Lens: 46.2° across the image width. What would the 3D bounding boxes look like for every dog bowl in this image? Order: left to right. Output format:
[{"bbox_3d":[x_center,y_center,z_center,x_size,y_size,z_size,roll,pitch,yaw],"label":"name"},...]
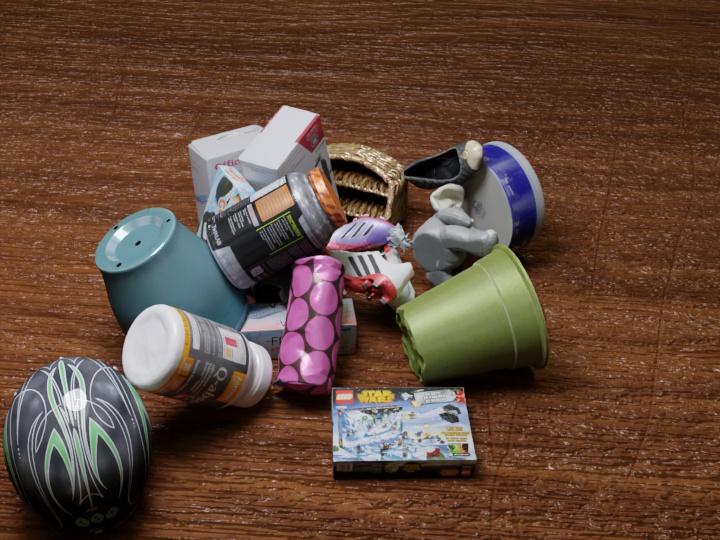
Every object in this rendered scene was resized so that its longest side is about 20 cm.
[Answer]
[{"bbox_3d":[0.241,-0.127,1.537,0.078,0.202,0.200,-22,43,-26],"label":"dog bowl"}]

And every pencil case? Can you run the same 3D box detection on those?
[{"bbox_3d":[-0.077,0.081,1.265,0.093,0.090,0.203,-4,70,40],"label":"pencil case"}]

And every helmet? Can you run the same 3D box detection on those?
[{"bbox_3d":[-0.354,0.214,1.064,0.196,0.193,0.201,2,37,-1],"label":"helmet"}]

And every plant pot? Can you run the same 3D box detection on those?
[{"bbox_3d":[-0.297,0.018,1.278,0.197,0.189,0.202,-14,41,13],"label":"plant pot"},{"bbox_3d":[0.159,0.084,1.289,0.187,0.202,0.201,-18,40,-8],"label":"plant pot"}]

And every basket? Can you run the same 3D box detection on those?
[{"bbox_3d":[-0.020,-0.147,1.598,0.197,0.145,0.149,17,38,19],"label":"basket"}]

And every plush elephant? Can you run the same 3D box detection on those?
[{"bbox_3d":[0.161,-0.054,1.467,0.198,0.167,0.155,25,39,23],"label":"plush elephant"}]

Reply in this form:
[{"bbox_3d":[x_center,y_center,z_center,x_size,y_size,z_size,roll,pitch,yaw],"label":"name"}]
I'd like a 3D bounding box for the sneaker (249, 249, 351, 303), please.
[{"bbox_3d":[-0.105,-0.010,1.476,0.197,0.077,0.088,-13,34,-19],"label":"sneaker"}]

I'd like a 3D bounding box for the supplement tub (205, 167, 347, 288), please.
[{"bbox_3d":[-0.127,-0.068,1.294,0.198,0.123,0.123,-27,38,6],"label":"supplement tub"}]

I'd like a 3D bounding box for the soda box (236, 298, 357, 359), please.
[{"bbox_3d":[-0.105,0.094,1.344,0.196,0.064,0.069,-3,37,-7],"label":"soda box"}]

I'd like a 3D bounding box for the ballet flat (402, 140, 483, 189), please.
[{"bbox_3d":[0.148,-0.182,1.503,0.056,0.068,0.199,2,-11,-32],"label":"ballet flat"}]

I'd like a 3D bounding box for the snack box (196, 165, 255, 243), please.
[{"bbox_3d":[-0.233,-0.061,1.429,0.037,0.202,0.116,3,29,-38],"label":"snack box"}]

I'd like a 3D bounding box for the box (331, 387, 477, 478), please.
[{"bbox_3d":[0.057,0.227,1.196,0.196,0.040,0.138,0,38,-2],"label":"box"}]

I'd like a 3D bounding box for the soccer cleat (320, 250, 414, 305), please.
[{"bbox_3d":[0.000,0.000,1.370,0.198,0.069,0.085,16,44,44],"label":"soccer cleat"}]

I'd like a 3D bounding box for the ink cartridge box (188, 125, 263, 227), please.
[{"bbox_3d":[-0.221,-0.144,1.529,0.144,0.203,0.087,-21,35,-28],"label":"ink cartridge box"}]

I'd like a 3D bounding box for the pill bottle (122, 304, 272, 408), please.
[{"bbox_3d":[-0.222,0.127,1.178,0.199,0.117,0.116,26,12,-48],"label":"pill bottle"}]

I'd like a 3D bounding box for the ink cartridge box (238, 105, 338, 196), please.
[{"bbox_3d":[-0.119,-0.158,1.471,0.082,0.202,0.148,17,55,25],"label":"ink cartridge box"}]

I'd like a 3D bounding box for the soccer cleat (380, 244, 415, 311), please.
[{"bbox_3d":[0.054,0.020,1.457,0.069,0.078,0.200,-35,20,8],"label":"soccer cleat"}]

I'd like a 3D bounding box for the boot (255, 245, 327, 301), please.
[{"bbox_3d":[-0.160,-0.024,1.399,0.198,0.078,0.139,5,55,44],"label":"boot"}]

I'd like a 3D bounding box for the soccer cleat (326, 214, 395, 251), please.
[{"bbox_3d":[-0.028,-0.054,1.524,0.197,0.067,0.077,1,55,24],"label":"soccer cleat"}]
